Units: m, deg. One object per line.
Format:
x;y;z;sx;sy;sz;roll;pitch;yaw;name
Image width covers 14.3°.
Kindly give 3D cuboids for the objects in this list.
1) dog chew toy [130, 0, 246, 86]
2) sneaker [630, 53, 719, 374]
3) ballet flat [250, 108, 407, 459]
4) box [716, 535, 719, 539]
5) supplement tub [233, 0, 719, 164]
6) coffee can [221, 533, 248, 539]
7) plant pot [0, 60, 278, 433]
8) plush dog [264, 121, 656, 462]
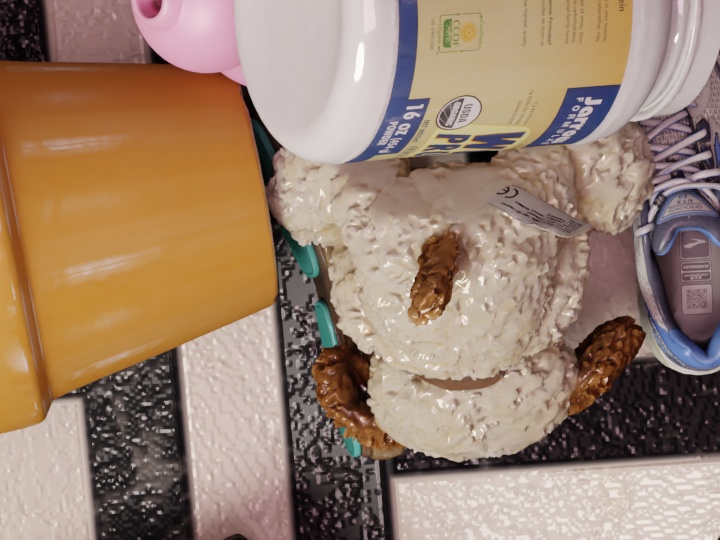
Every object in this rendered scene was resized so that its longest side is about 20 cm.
-0.034;-0.144;1.442;0.124;0.199;0.125;11;106;42;dog chew toy
0.171;-0.041;1.500;0.077;0.085;0.201;-12;96;5;sneaker
0.000;0.000;1.530;0.072;0.068;0.201;-20;95;-11;ballet flat
0.286;0.117;1.528;0.116;0.060;0.200;35;99;-2;box
0.055;-0.127;1.340;0.199;0.144;0.145;-6;99;-26;supplement tub
-0.127;0.245;1.528;0.199;0.146;0.147;-23;96;7;coffee can
-0.143;-0.027;1.475;0.182;0.200;0.202;-12;97;-7;plant pot
0.055;0.024;1.439;0.199;0.161;0.172;-6;129;9;plush dog
